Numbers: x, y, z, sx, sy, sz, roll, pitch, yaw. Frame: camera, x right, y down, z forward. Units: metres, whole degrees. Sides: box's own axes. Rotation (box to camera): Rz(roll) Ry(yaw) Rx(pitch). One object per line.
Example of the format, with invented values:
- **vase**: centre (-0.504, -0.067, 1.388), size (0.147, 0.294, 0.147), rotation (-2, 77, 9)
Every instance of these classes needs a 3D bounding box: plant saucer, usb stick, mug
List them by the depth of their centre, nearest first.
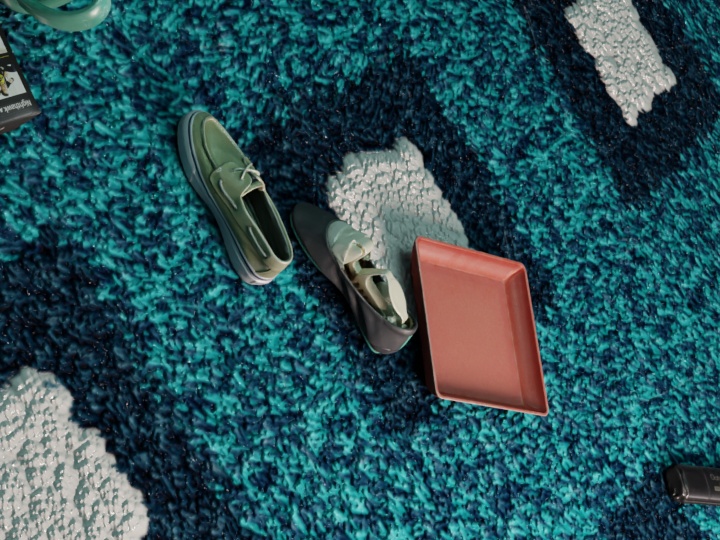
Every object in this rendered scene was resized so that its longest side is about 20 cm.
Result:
- **mug**: centre (-0.319, -0.318, 1.529), size (0.185, 0.114, 0.152), rotation (-120, -174, -55)
- **plant saucer**: centre (0.135, 0.073, 1.908), size (0.199, 0.037, 0.201), rotation (13, 61, -42)
- **usb stick**: centre (0.482, 0.293, 2.164), size (0.200, 0.033, 0.056), rotation (11, 56, -43)

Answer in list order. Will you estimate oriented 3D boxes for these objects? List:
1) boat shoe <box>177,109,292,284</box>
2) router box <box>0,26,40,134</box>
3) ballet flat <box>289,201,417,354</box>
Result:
- **boat shoe**: centre (-0.127, -0.084, 1.691), size (0.072, 0.062, 0.200), rotation (-25, 88, -49)
- **router box**: centre (-0.406, -0.180, 1.454), size (0.200, 0.051, 0.150), rotation (-27, 92, -49)
- **ballet flat**: centre (0.000, 0.000, 1.778), size (0.200, 0.073, 0.073), rotation (58, 41, -7)
